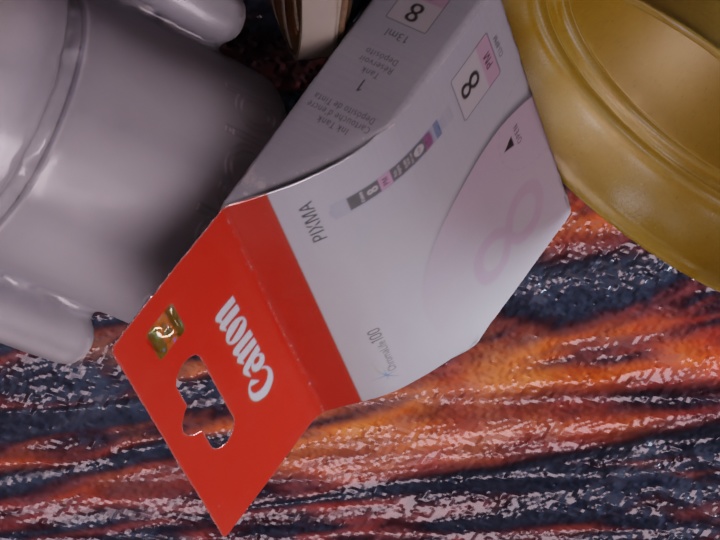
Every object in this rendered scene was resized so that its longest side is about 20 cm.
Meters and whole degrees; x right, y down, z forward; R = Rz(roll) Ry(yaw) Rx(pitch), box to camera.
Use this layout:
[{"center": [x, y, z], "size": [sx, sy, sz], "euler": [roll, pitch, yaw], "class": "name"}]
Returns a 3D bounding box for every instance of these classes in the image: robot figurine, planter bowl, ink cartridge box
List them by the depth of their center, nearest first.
[{"center": [-0.108, -0.049, 1.118], "size": [0.199, 0.113, 0.171], "euler": [24, 89, -26], "class": "robot figurine"}, {"center": [0.142, -0.076, 1.118], "size": [0.084, 0.200, 0.201], "euler": [-50, 130, -17], "class": "planter bowl"}, {"center": [0.000, 0.000, 1.120], "size": [0.057, 0.201, 0.163], "euler": [22, 157, 27], "class": "ink cartridge box"}]

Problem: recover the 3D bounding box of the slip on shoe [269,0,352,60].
[{"center": [-0.003, -0.167, 1.062], "size": [0.060, 0.076, 0.201], "euler": [-9, 127, -15], "class": "slip on shoe"}]
